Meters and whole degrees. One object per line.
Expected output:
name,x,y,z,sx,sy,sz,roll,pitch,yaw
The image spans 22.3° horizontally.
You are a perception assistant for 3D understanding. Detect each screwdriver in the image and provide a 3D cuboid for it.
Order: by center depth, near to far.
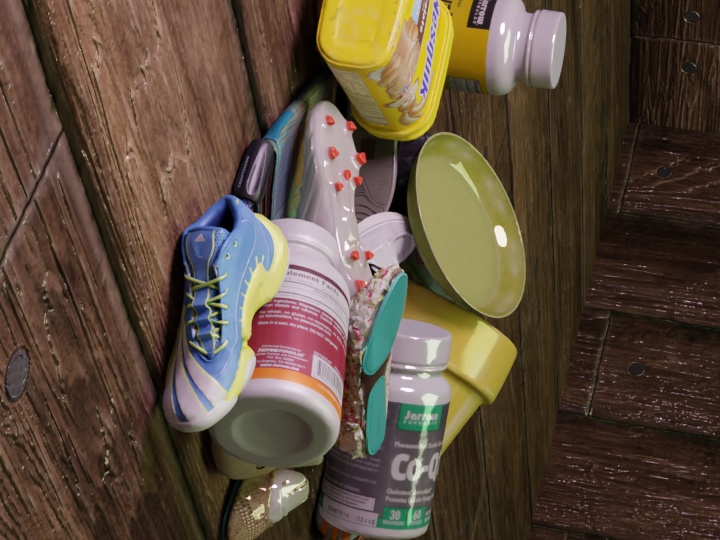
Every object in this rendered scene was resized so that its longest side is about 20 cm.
screwdriver,-0.112,-0.024,1.559,0.028,0.029,0.201,70,36,-63

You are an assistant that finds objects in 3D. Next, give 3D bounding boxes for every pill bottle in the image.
pill bottle,-0.067,0.058,1.564,0.113,0.112,0.201,83,9,-48
pill bottle,0.027,0.152,1.792,0.113,0.113,0.201,-24,124,-74
pill bottle,0.116,-0.247,1.959,0.111,0.199,0.112,8,90,-77

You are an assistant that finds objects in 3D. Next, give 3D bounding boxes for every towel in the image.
towel,-0.059,-0.093,1.726,0.200,0.022,0.147,-57,153,-59

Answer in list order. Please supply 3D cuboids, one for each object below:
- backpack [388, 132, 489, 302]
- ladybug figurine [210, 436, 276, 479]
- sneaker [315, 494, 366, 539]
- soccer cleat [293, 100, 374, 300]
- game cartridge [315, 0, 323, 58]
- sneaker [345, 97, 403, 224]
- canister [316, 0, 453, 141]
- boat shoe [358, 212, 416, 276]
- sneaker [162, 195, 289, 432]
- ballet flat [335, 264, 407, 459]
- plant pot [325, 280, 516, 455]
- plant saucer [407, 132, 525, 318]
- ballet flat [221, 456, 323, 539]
backpack,0.084,-0.039,1.994,0.200,0.126,0.167,50,46,-29
ladybug figurine,-0.077,0.113,1.674,0.200,0.072,0.136,-62,156,-54
sneaker,0.002,0.220,2.082,0.112,0.077,0.201,64,47,-73
soccer cleat,-0.035,-0.056,1.684,0.069,0.077,0.201,8,71,-57
game cartridge,-0.002,-0.318,1.796,0.176,0.032,0.201,-49,144,-65
sneaker,0.013,-0.106,1.893,0.106,0.074,0.201,40,64,-77
canister,0.025,-0.224,1.742,0.200,0.086,0.149,49,53,-71
boat shoe,0.000,0.000,1.780,0.200,0.068,0.072,-21,135,-49
sneaker,-0.126,0.026,1.467,0.105,0.075,0.201,56,42,-43
ballet flat,-0.005,0.081,1.647,0.076,0.064,0.201,-37,141,-55
plant pot,0.037,0.124,1.934,0.189,0.200,0.201,-62,162,-10
plant saucer,0.104,-0.043,1.880,0.200,0.031,0.201,35,45,-44
ballet flat,-0.073,0.185,1.746,0.071,0.065,0.201,83,21,-48
